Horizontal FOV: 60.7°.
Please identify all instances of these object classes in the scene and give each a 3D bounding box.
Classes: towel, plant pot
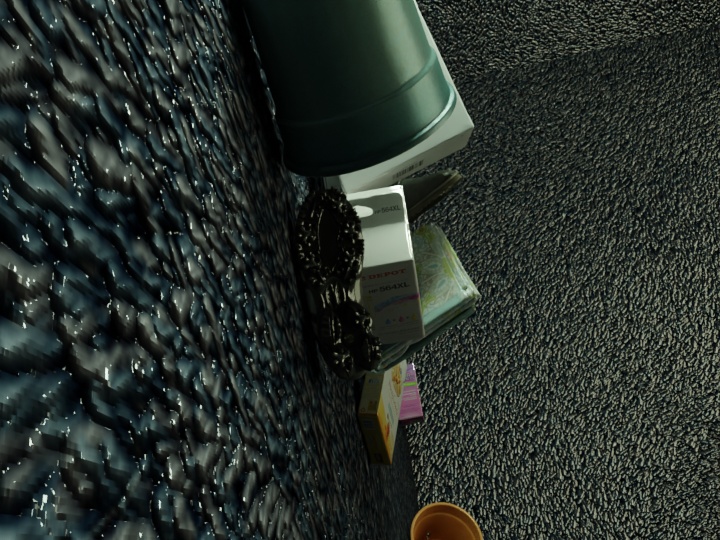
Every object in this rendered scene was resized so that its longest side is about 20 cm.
[{"bbox_3d":[0.070,0.038,0.938,0.048,0.198,0.173,44,17,-44],"label":"towel"},{"bbox_3d":[0.222,0.760,1.668,0.202,0.194,0.143,-96,-168,-52],"label":"plant pot"},{"bbox_3d":[-0.022,-0.233,0.602,0.202,0.195,0.199,-95,166,-56],"label":"plant pot"}]

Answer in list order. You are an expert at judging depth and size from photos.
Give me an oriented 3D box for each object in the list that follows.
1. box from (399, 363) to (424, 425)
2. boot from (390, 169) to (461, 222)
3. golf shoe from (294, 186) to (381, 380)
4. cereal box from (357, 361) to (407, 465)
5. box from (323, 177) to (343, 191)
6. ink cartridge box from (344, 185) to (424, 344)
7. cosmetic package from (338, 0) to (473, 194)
[{"bbox_3d":[0.187,0.492,2.434,0.176,0.094,0.205,70,10,-68],"label":"box"},{"bbox_3d":[0.041,-0.173,0.977,0.203,0.180,0.072,60,18,5],"label":"boot"},{"bbox_3d":[-0.033,0.016,0.656,0.095,0.076,0.206,126,-42,-71],"label":"golf shoe"},{"bbox_3d":[0.041,0.200,1.042,0.203,0.038,0.146,-75,158,-43],"label":"cereal box"},{"bbox_3d":[-0.015,-0.232,1.049,0.060,0.114,0.206,-26,108,-63],"label":"box"},{"bbox_3d":[0.010,-0.006,0.817,0.202,0.125,0.128,74,7,-51],"label":"ink cartridge box"},{"bbox_3d":[0.028,-0.236,0.881,0.123,0.196,0.204,8,56,-86],"label":"cosmetic package"}]
